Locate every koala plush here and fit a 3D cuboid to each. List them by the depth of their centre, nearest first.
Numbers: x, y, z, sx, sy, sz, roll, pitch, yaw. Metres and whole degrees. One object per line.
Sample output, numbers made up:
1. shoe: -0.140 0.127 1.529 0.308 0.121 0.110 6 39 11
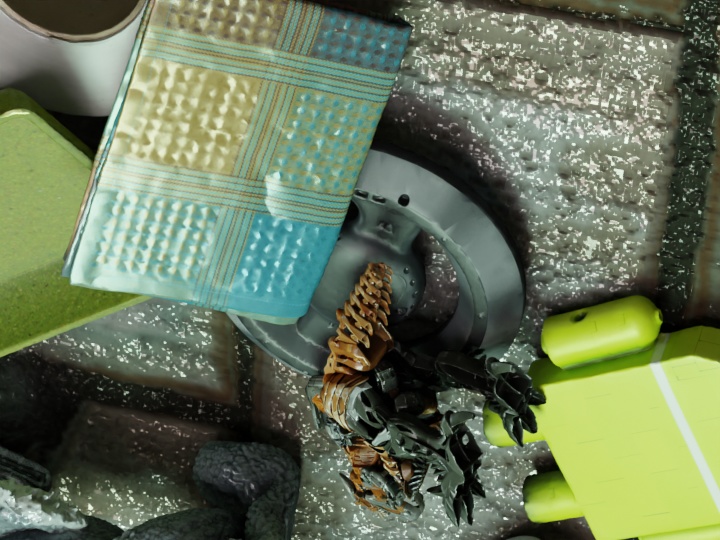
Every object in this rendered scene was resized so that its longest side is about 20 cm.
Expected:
1. koala plush: -0.151 0.201 1.477 0.199 0.184 0.178 10 111 2

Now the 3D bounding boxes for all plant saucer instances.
1. plant saucer: -0.218 -0.030 1.381 0.199 0.048 0.200 -21 144 21

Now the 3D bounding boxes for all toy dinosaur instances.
1. toy dinosaur: 0.020 0.081 1.383 0.135 0.102 0.200 19 160 27

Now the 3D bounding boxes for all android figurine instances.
1. android figurine: 0.177 0.096 1.414 0.199 0.041 0.182 -16 117 29

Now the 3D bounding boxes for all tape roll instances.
1. tape roll: -0.154 -0.187 1.303 0.201 0.071 0.203 8 126 12

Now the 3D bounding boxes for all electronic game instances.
1. electronic game: 0.000 0.000 1.402 0.199 0.042 0.201 10 135 11

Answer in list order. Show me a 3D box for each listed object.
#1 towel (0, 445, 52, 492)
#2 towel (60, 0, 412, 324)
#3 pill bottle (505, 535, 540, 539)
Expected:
1. towel: -0.308 0.167 1.597 0.199 0.086 0.166 25 126 1
2. towel: -0.069 -0.066 1.304 0.146 0.022 0.201 12 120 -17
3. pill bottle: 0.138 0.272 1.507 0.112 0.112 0.200 -33 110 33
